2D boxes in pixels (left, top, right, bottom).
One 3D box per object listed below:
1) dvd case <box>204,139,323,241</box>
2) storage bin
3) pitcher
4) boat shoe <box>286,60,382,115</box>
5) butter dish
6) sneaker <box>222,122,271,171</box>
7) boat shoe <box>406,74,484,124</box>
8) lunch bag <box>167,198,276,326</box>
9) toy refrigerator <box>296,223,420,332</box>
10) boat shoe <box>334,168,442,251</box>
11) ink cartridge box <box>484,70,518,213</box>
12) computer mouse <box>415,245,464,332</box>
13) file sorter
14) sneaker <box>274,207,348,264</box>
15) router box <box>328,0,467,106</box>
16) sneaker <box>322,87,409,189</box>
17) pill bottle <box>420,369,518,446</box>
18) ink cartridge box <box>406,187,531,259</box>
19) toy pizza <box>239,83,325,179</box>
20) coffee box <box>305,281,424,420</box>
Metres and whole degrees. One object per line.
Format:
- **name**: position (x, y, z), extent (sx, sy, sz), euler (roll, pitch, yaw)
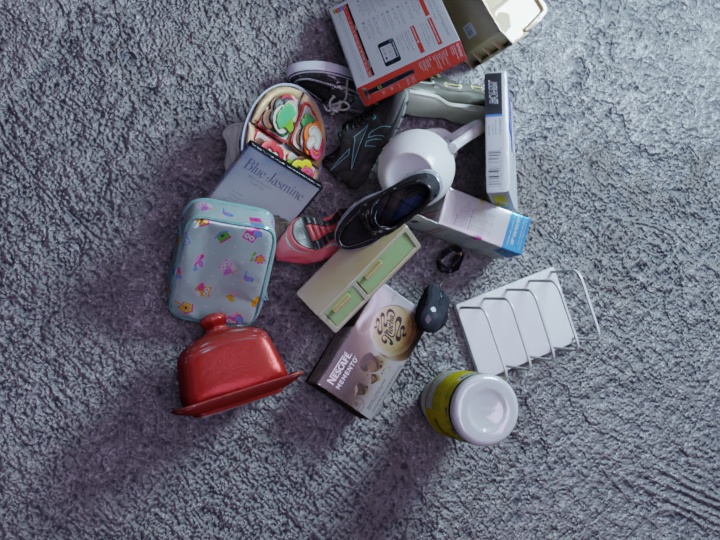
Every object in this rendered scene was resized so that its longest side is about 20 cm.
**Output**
- **dvd case**: position (-0.172, -0.094, 1.640), extent (0.142, 0.018, 0.200), euler (30, 114, -28)
- **storage bin**: position (0.195, -0.458, 1.740), extent (0.093, 0.200, 0.199), euler (-34, 97, -13)
- **pitcher**: position (0.117, -0.183, 1.679), extent (0.171, 0.200, 0.122), euler (-30, 98, 21)
- **boat shoe**: position (-0.030, -0.290, 1.736), extent (0.198, 0.073, 0.069), euler (14, 69, -24)
- **butter dish**: position (-0.208, 0.137, 1.608), extent (0.199, 0.199, 0.149), euler (-17, 85, -15)
- **sneaker**: position (-0.179, -0.144, 1.693), extent (0.075, 0.081, 0.202), euler (-23, 114, -49)
- **boat shoe**: position (0.132, -0.296, 1.771), extent (0.200, 0.072, 0.061), euler (6, 72, -33)
- **lunch bag**: position (-0.214, -0.009, 1.632), extent (0.159, 0.077, 0.201), euler (7, 123, -18)
- **toy refrigerator**: position (0.000, 0.000, 1.674), extent (0.200, 0.076, 0.070), euler (-45, 57, -3)
- **boat shoe**: position (0.036, -0.084, 1.587), extent (0.199, 0.066, 0.070), euler (-27, 99, 23)
- **ink cartridge box**: position (0.234, -0.207, 1.748), extent (0.047, 0.200, 0.200), euler (-3, 82, 9)
- **computer mouse**: position (0.140, 0.026, 1.745), extent (0.058, 0.034, 0.201), euler (35, 48, -13)
- **file sorter**: position (0.289, 0.090, 1.785), extent (0.199, 0.124, 0.140), euler (-20, 94, -16)
- **sneaker**: position (-0.063, -0.050, 1.710), extent (0.199, 0.087, 0.074), euler (-4, 68, -47)
- **router box**: position (0.057, -0.381, 1.687), extent (0.178, 0.049, 0.201), euler (-23, 53, 8)
- **sneaker**: position (0.011, -0.225, 1.705), extent (0.079, 0.076, 0.201), euler (30, 115, -8)
- **pill bottle**: position (0.169, 0.220, 1.705), extent (0.111, 0.200, 0.114), euler (1, 87, -15)
- **ink cartridge box**: position (0.170, -0.085, 1.762), extent (0.199, 0.115, 0.068), euler (19, 82, -15)
- **toy pizza**: position (-0.115, -0.197, 1.672), extent (0.199, 0.032, 0.202), euler (-16, 111, -49)
- **coffee box**: position (0.014, 0.131, 1.727), extent (0.113, 0.080, 0.201), euler (36, 78, -14)
